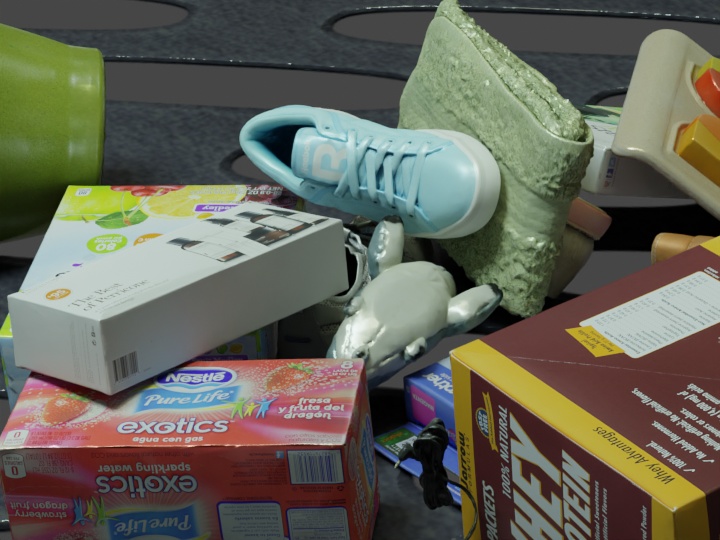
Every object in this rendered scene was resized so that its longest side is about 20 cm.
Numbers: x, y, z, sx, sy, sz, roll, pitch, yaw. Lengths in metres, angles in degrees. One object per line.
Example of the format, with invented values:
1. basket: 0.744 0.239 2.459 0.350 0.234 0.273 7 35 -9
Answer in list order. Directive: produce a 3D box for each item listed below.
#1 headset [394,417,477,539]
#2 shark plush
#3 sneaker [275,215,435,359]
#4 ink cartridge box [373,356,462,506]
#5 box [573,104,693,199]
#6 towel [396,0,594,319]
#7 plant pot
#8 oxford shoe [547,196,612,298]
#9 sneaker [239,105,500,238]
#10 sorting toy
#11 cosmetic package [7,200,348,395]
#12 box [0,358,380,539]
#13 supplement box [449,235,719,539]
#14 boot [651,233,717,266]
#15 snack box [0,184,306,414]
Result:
1. headset: 0.057 0.173 1.315 0.123 0.094 0.200 -8 41 -5
2. shark plush: 0.016 0.057 1.557 0.091 0.083 0.200 27 43 2
3. sneaker: 0.000 0.000 1.643 0.075 0.082 0.200 4 31 16
4. ink cartridge box: 0.115 0.077 1.534 0.200 0.042 0.119 -25 34 -27
5. box: 0.172 -0.084 1.731 0.144 0.036 0.200 23 14 40
6. towel: 0.078 -0.072 1.628 0.036 0.148 0.200 -2 31 -30
7. plant pot: -0.279 -0.098 1.782 0.193 0.200 0.200 2 28 -9
8. oxford shoe: 0.092 -0.031 1.696 0.071 0.074 0.200 27 -1 -23
9. sneaker: -0.001 -0.062 1.620 0.082 0.074 0.200 -1 10 -43
10. sorting toy: 0.267 -0.073 1.675 0.200 0.036 0.185 33 33 -6
11. cosmetic package: -0.105 0.012 1.492 0.083 0.051 0.200 10 24 41
12. box: -0.095 0.117 1.438 0.200 0.103 0.095 -2 28 9
13. supplement box: 0.186 0.104 1.374 0.200 0.133 0.197 -22 34 -26
14. boot: 0.241 0.003 1.495 0.155 0.200 0.074 25 65 32
15. snack box: -0.129 0.016 1.655 0.169 0.068 0.200 -1 32 8
